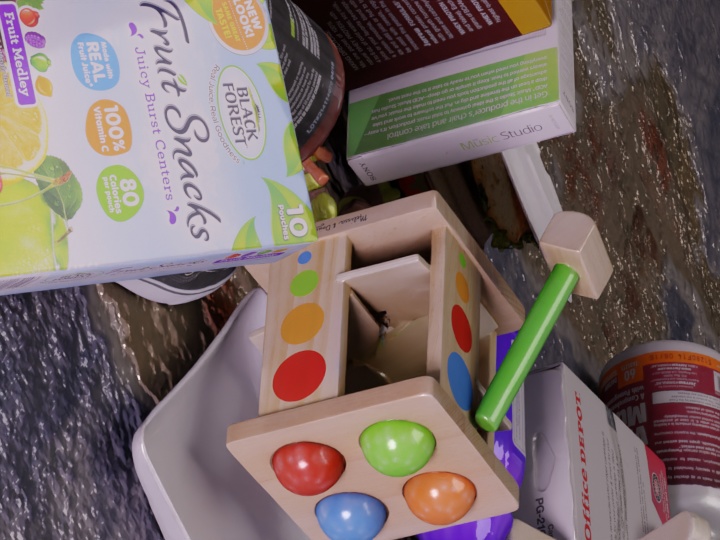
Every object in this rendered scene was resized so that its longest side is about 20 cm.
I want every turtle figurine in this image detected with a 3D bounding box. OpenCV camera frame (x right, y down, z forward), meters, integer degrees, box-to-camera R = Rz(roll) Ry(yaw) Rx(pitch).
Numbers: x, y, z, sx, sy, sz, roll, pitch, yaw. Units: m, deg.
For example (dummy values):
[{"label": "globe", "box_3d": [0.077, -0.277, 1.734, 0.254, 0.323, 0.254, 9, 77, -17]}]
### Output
[{"label": "turtle figurine", "box_3d": [0.000, 0.000, 1.571, 0.200, 0.064, 0.161, 58, 14, 2]}]

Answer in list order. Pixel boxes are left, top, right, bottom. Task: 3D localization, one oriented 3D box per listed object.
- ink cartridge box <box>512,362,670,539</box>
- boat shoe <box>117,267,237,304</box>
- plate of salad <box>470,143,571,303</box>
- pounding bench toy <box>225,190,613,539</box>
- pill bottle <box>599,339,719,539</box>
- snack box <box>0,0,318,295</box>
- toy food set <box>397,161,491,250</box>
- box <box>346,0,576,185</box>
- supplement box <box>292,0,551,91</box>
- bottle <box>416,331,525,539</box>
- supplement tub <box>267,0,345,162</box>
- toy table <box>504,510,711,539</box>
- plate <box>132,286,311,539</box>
[{"label": "ink cartridge box", "box_3d": [0.151, 0.174, 1.771, 0.200, 0.084, 0.145, 42, 39, -52]}, {"label": "boat shoe", "box_3d": [-0.108, -0.023, 1.358, 0.200, 0.056, 0.069, 10, 66, -64]}, {"label": "plate of salad", "box_3d": [0.095, -0.069, 1.653, 0.200, 0.048, 0.201, -22, 90, -82]}, {"label": "pounding bench toy", "box_3d": [0.044, 0.057, 1.383, 0.124, 0.199, 0.156, 52, 31, -44]}, {"label": "pill bottle", "box_3d": [0.245, 0.165, 1.957, 0.110, 0.109, 0.201, 45, 36, -48]}, {"label": "snack box", "box_3d": [-0.128, -0.067, 1.237, 0.199, 0.053, 0.143, -7, 81, -36]}, {"label": "toy food set", "box_3d": [0.038, -0.098, 1.705, 0.200, 0.048, 0.199, 29, 41, -78]}, {"label": "box", "box_3d": [0.063, -0.156, 1.576, 0.036, 0.144, 0.201, 53, 31, -46]}, {"label": "supplement box", "box_3d": [-0.015, -0.226, 1.512, 0.197, 0.199, 0.133, 48, 34, -45]}, {"label": "bottle", "box_3d": [0.066, 0.119, 1.620, 0.065, 0.083, 0.201, 47, 34, -46]}, {"label": "supplement tub", "box_3d": [-0.097, -0.133, 1.391, 0.200, 0.107, 0.107, 38, 43, -53]}, {"label": "toy table", "box_3d": [0.163, 0.245, 1.622, 0.184, 0.200, 0.117, 40, 37, -36]}, {"label": "plate", "box_3d": [-0.060, 0.136, 1.395, 0.201, 0.032, 0.200, 67, 25, -16]}]
